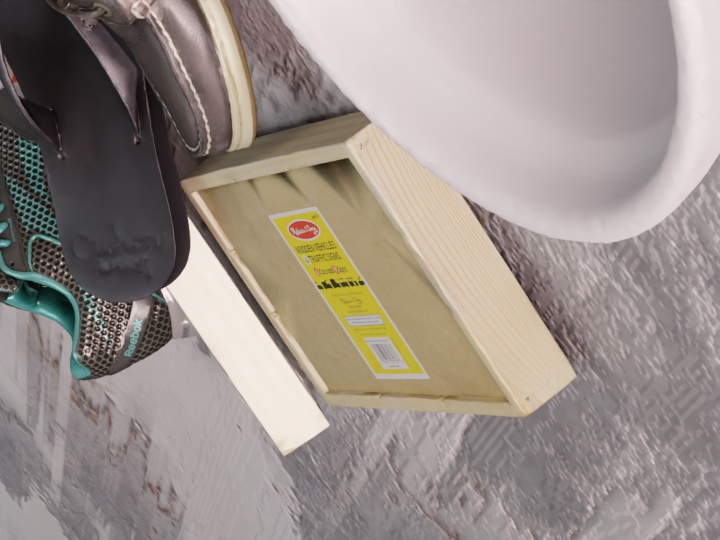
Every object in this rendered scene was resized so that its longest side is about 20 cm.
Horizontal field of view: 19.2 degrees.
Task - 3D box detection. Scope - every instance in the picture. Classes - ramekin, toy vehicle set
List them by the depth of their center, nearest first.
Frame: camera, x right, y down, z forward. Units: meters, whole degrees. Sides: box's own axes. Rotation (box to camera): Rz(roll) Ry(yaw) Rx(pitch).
[{"bbox_3d":[0.041,-0.115,0.511,0.200,0.098,0.201,44,158,23],"label":"ramekin"},{"bbox_3d":[0.000,0.000,0.875,0.124,0.027,0.200,57,160,-12],"label":"toy vehicle set"},{"bbox_3d":[-0.085,-0.007,1.022,0.200,0.026,0.124,56,177,-7],"label":"toy vehicle set"}]

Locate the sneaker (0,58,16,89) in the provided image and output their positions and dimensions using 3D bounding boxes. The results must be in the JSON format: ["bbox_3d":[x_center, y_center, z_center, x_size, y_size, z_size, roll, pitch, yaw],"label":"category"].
[{"bbox_3d":[-0.199,-0.167,0.960,0.070,0.093,0.200,21,143,55],"label":"sneaker"}]

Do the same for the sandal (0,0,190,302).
[{"bbox_3d":[-0.122,-0.083,0.915,0.043,0.076,0.200,-31,-77,-67],"label":"sandal"}]

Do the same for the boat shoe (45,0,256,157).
[{"bbox_3d":[-0.105,-0.130,0.834,0.072,0.066,0.201,13,128,66],"label":"boat shoe"}]

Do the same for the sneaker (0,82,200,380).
[{"bbox_3d":[-0.171,-0.024,1.141,0.200,0.091,0.078,47,158,17],"label":"sneaker"}]
